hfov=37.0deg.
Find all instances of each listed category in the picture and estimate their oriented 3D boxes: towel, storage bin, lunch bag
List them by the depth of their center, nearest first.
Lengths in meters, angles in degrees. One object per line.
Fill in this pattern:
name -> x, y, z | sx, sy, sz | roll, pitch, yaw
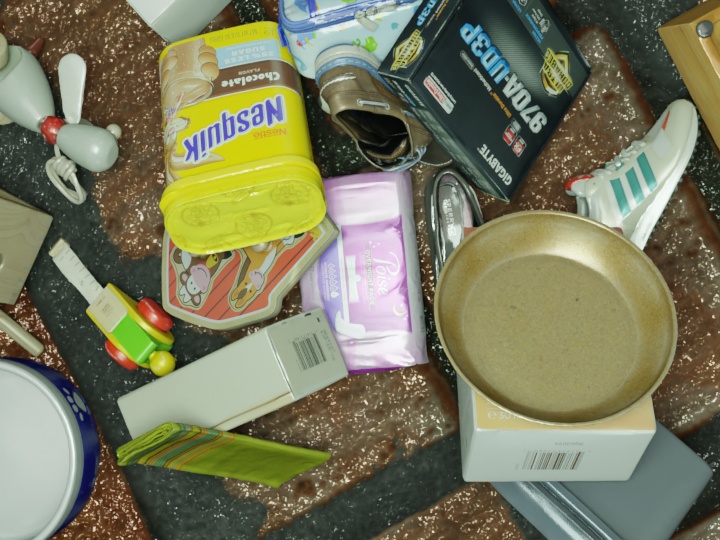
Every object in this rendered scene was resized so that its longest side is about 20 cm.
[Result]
storage bin -> 0.223, 0.194, 1.011 | 0.134, 0.146, 0.200 | -42, 68, -14
towel -> -0.125, 0.176, 1.013 | 0.086, 0.199, 0.018 | -29, 57, 35
lunch bag -> -0.004, -0.274, 1.025 | 0.158, 0.083, 0.202 | -13, 44, 8

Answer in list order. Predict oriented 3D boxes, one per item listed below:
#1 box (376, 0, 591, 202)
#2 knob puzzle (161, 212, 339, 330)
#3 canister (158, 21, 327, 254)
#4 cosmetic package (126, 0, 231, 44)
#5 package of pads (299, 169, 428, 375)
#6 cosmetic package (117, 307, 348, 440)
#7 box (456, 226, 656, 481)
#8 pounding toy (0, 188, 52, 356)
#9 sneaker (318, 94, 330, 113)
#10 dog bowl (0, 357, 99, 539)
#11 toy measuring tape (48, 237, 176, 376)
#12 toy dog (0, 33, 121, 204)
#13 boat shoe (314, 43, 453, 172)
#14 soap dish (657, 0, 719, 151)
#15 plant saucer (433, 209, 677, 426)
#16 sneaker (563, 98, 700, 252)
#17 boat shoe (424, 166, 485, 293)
box -> 0.120, -0.184, 0.988 | 0.046, 0.200, 0.160 | 26, 79, 45
knob puzzle -> -0.136, -0.031, 1.064 | 0.217, 0.030, 0.223 | -8, 75, 32
canister -> -0.118, -0.130, 1.018 | 0.146, 0.087, 0.202 | -13, 57, 3
cosmetic package -> -0.151, -0.328, 1.079 | 0.200, 0.108, 0.085 | -43, 84, 1
package of pads -> 0.000, 0.000, 1.067 | 0.119, 0.076, 0.203 | -6, 87, 10
cosmetic package -> -0.122, 0.111, 1.024 | 0.199, 0.103, 0.074 | -27, 85, 31
box -> 0.162, 0.072, 0.950 | 0.150, 0.107, 0.202 | -1, 57, -1
pounding toy -> -0.411, -0.024, 1.069 | 0.182, 0.200, 0.144 | 26, 90, 20
sneaker -> 0.058, -0.186, 1.063 | 0.198, 0.070, 0.094 | -25, 82, 1
dog bowl -> -0.371, 0.189, 1.095 | 0.197, 0.079, 0.203 | 0, 88, 5
toy measuring tape -> -0.248, 0.042, 1.108 | 0.074, 0.074, 0.200 | -49, 62, 2
toy dog -> -0.313, -0.178, 1.097 | 0.200, 0.132, 0.096 | 43, 61, -2
boat shoe -> 0.027, -0.131, 1.002 | 0.072, 0.199, 0.073 | -22, 59, 35
soap dish -> 0.402, -0.187, 1.032 | 0.156, 0.081, 0.202 | -27, 87, 4
plant saucer -> 0.157, 0.042, 0.884 | 0.197, 0.036, 0.203 | 1, 58, -1
sneaker -> 0.254, -0.086, 1.048 | 0.092, 0.070, 0.202 | 26, 93, 0
boat shoe -> 0.101, -0.004, 1.067 | 0.066, 0.057, 0.203 | -13, 87, 4
